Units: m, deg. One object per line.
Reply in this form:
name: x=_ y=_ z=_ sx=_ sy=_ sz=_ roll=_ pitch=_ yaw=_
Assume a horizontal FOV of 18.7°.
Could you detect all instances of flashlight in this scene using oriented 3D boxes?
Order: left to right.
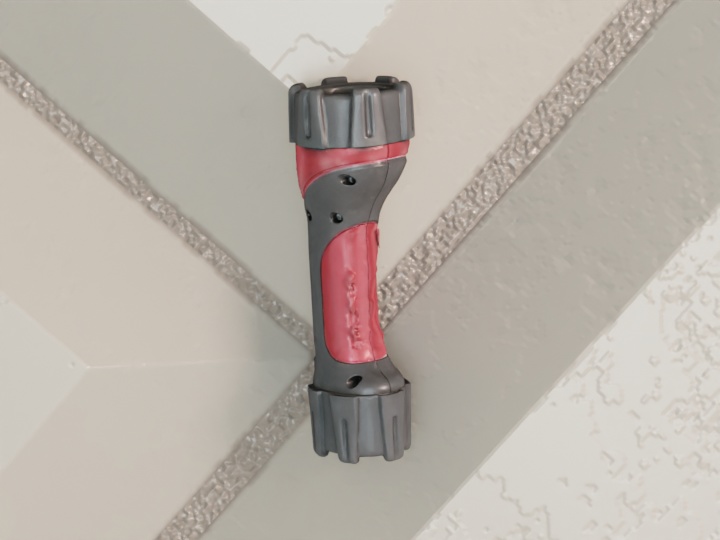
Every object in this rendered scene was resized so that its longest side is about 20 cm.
flashlight: x=0.000 y=0.000 z=1.157 sx=0.067 sy=0.068 sz=0.201 roll=-2 pitch=100 yaw=10
